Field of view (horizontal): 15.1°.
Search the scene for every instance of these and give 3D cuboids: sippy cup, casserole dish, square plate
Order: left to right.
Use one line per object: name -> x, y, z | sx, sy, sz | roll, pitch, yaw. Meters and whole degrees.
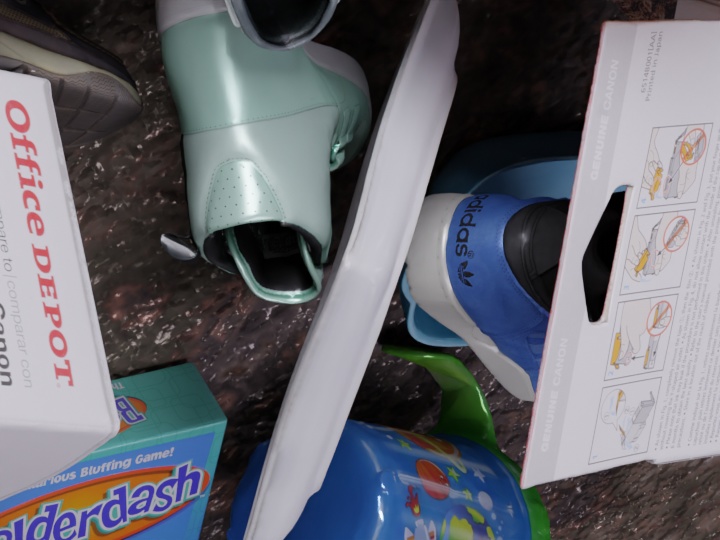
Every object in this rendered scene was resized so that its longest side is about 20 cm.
square plate -> 0.000, 0.000, 1.174 | 0.028, 0.198, 0.200 | 19, 134, -1
sippy cup -> 0.006, 0.134, 1.355 | 0.139, 0.178, 0.130 | -30, 149, 23
casserole dish -> 0.098, -0.021, 1.345 | 0.199, 0.039, 0.121 | -5, 133, -35

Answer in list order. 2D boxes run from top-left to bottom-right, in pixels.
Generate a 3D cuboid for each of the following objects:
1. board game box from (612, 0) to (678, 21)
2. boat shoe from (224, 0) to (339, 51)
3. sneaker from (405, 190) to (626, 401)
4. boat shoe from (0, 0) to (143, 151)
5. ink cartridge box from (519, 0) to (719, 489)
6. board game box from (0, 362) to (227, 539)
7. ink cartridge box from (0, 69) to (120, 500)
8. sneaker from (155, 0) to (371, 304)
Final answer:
board game box -> 0.218, -0.158, 1.239 | 0.200, 0.097, 0.160 | 19, 118, -47
boat shoe -> -0.017, -0.132, 0.940 | 0.073, 0.062, 0.200 | -13, 169, -14
sneaker -> 0.111, 0.015, 1.254 | 0.200, 0.111, 0.077 | 37, 59, -56
boat shoe -> -0.153, -0.095, 1.032 | 0.074, 0.074, 0.200 | -20, 160, 26
ink cartridge box -> 0.133, -0.017, 1.145 | 0.176, 0.045, 0.201 | -5, 112, -40
board game box -> -0.155, 0.143, 1.323 | 0.152, 0.045, 0.201 | -12, 137, -28
ink cartridge box -> -0.190, -0.002, 0.931 | 0.085, 0.146, 0.200 | -27, 157, 35
sneaker -> -0.038, -0.037, 1.124 | 0.073, 0.119, 0.200 | -9, 168, 12
